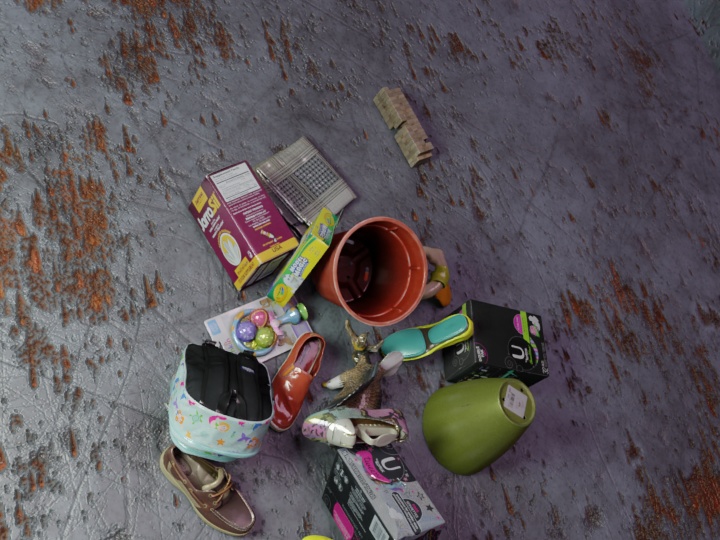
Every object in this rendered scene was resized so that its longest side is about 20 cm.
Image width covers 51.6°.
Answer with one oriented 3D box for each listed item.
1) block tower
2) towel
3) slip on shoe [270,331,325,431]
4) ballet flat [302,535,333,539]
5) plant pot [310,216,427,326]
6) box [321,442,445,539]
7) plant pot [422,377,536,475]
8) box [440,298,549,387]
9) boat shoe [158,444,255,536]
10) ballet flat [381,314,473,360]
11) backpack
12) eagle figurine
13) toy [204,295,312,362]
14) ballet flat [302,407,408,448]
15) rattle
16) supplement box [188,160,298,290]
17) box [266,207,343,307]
[{"bbox_3d":[0.108,-0.359,1.841,0.057,0.054,0.202,-22,79,-37],"label":"block tower"},{"bbox_3d":[-0.124,-0.186,1.625,0.193,0.035,0.200,49,52,0],"label":"towel"},{"bbox_3d":[-0.120,0.204,1.397,0.073,0.061,0.202,31,65,-15],"label":"slip on shoe"},{"bbox_3d":[-0.016,0.522,1.297,0.199,0.067,0.067,37,53,-8],"label":"ballet flat"},{"bbox_3d":[0.000,0.000,1.473,0.197,0.195,0.205,-1,92,-25],"label":"plant pot"},{"bbox_3d":[0.037,0.414,1.297,0.113,0.134,0.200,-7,39,-34],"label":"box"},{"bbox_3d":[0.253,0.294,1.492,0.184,0.200,0.190,13,59,-24],"label":"plant pot"},{"bbox_3d":[0.291,0.169,1.629,0.197,0.124,0.151,13,58,-23],"label":"box"},{"bbox_3d":[-0.248,0.362,1.238,0.200,0.072,0.072,46,52,-2],"label":"boat shoe"},{"bbox_3d":[0.142,0.146,1.541,0.067,0.197,0.068,42,32,-59],"label":"ballet flat"},{"bbox_3d":[-0.234,0.228,1.239,0.175,0.153,0.200,19,13,-21],"label":"backpack"},{"bbox_3d":[-0.010,0.227,1.424,0.151,0.150,0.202,31,42,-25],"label":"eagle figurine"},{"bbox_3d":[-0.184,0.107,1.426,0.198,0.047,0.116,-21,77,-37],"label":"toy"},{"bbox_3d":[-0.002,0.280,1.306,0.197,0.070,0.071,3,24,-24],"label":"ballet flat"},{"bbox_3d":[0.097,0.027,1.652,0.196,0.143,0.133,-14,75,3],"label":"rattle"},{"bbox_3d":[-0.229,-0.087,1.448,0.102,0.131,0.202,-27,80,-37],"label":"supplement box"},{"bbox_3d":[-0.103,-0.034,1.434,0.048,0.200,0.118,35,30,-10],"label":"box"}]
